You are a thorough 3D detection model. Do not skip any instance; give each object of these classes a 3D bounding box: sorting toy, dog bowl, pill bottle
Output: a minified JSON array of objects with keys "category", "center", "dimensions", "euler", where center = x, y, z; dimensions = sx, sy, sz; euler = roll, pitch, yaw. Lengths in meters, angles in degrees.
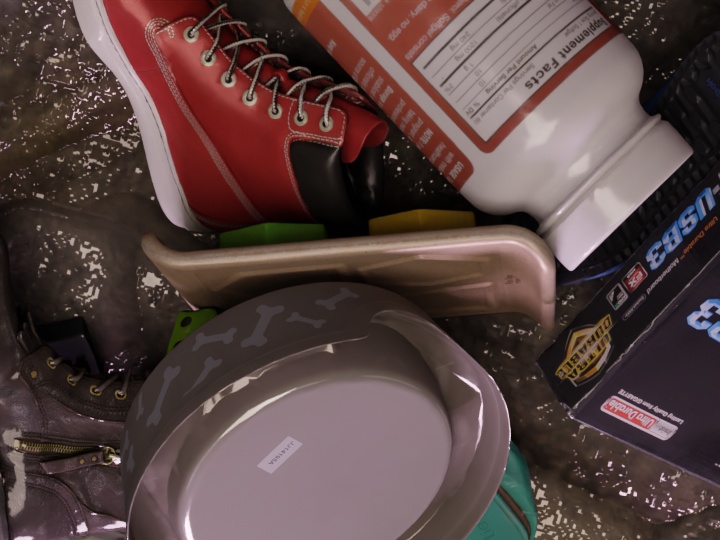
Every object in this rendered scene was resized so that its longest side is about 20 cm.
[{"category":"sorting toy","center":[0.000,0.000,1.179],"dimensions":[0.198,0.185,0.037],"euler":[0,79,5]},{"category":"dog bowl","center":[-0.028,0.090,1.137],"dimensions":[0.198,0.059,0.201],"euler":[-15,134,-16]},{"category":"pill bottle","center":[0.065,-0.101,1.131],"dimensions":[0.112,0.112,0.200],"euler":[-44,86,18]}]

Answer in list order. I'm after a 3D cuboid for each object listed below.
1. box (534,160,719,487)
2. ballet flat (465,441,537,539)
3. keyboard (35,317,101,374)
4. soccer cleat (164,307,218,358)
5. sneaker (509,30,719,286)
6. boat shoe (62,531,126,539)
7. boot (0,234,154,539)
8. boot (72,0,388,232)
[{"category":"box","center":[0.220,0.021,1.184],"dimensions":[0.199,0.050,0.199],"euler":[27,112,-41]},{"category":"ballet flat","center":[0.031,0.076,1.242],"dimensions":[0.067,0.071,0.200],"euler":[-26,125,17]},{"category":"keyboard","center":[-0.243,0.061,1.287],"dimensions":[0.198,0.021,0.128],"euler":[-13,111,7]},{"category":"soccer cleat","center":[-0.036,0.083,1.237],"dimensions":[0.067,0.082,0.200],"euler":[-9,152,32]},{"category":"sneaker","center":[0.161,-0.057,1.197],"dimensions":[0.200,0.078,0.066],"euler":[-42,72,34]},{"category":"boat shoe","center":[-0.176,0.166,1.297],"dimensions":[0.198,0.070,0.071],"euler":[10,116,-2]},{"category":"boot","center":[-0.136,0.064,1.251],"dimensions":[0.173,0.069,0.202],"euler":[-6,104,-18]},{"category":"boot","center":[-0.058,-0.110,1.148],"dimensions":[0.143,0.072,0.201],"euler":[2,124,40]}]
